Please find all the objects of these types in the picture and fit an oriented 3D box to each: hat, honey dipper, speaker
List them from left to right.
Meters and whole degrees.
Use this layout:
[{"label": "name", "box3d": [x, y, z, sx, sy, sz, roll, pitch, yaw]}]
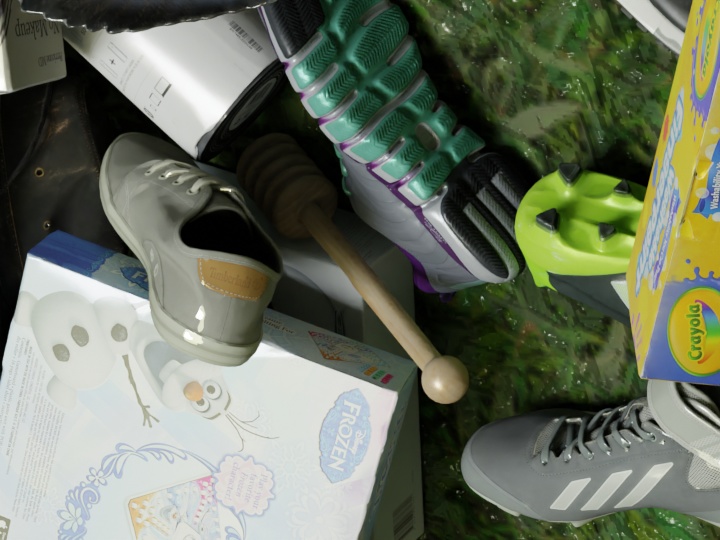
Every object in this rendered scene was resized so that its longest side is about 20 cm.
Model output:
[{"label": "hat", "box3d": [-0.162, -0.041, 1.528, 0.080, 0.201, 0.201, -4, 125, -2]}, {"label": "speaker", "box3d": [-0.126, -0.148, 1.450, 0.200, 0.081, 0.081, 42, 137, 6]}, {"label": "honey dipper", "box3d": [0.000, 0.000, 1.424, 0.200, 0.038, 0.038, 49, 147, 42]}]

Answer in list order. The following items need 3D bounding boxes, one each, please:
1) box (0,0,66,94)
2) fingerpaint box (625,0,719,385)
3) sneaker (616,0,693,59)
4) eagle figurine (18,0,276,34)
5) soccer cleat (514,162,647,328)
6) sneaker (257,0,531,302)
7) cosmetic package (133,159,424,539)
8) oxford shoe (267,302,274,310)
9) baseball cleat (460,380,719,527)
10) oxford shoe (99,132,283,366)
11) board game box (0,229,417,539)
[{"label": "box", "box3d": [-0.191, -0.184, 1.380, 0.068, 0.082, 0.201, -4, 100, 15]}, {"label": "fingerpaint box", "box3d": [0.210, -0.044, 1.209, 0.166, 0.074, 0.201, 4, 130, -5]}, {"label": "sneaker", "box3d": [0.135, -0.159, 1.241, 0.200, 0.076, 0.088, 38, 130, 11]}, {"label": "eagle figurine", "box3d": [-0.054, -0.181, 1.329, 0.200, 0.151, 0.152, -30, 58, 32]}, {"label": "soccer cleat", "box3d": [0.165, 0.009, 1.351, 0.199, 0.068, 0.081, 22, 155, 20]}, {"label": "sneaker", "box3d": [0.000, -0.067, 1.418, 0.200, 0.074, 0.087, 54, 145, -5]}, {"label": "cosmetic package", "box3d": [-0.044, 0.051, 1.553, 0.150, 0.052, 0.201, 20, 131, 30]}, {"label": "oxford shoe", "box3d": [-0.053, 0.090, 1.502, 0.072, 0.071, 0.201, -3, 117, 35]}, {"label": "baseball cleat", "box3d": [0.135, 0.077, 1.411, 0.199, 0.070, 0.107, 4, 134, 25]}, {"label": "oxford shoe", "box3d": [-0.080, -0.024, 1.422, 0.075, 0.200, 0.058, 13, 113, -21]}, {"label": "board game box", "box3d": [-0.090, 0.105, 1.465, 0.198, 0.043, 0.201, 21, 115, 11]}]
